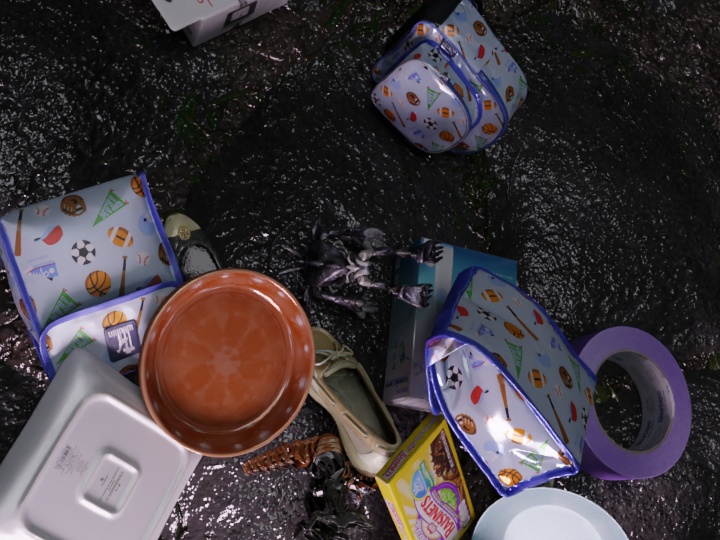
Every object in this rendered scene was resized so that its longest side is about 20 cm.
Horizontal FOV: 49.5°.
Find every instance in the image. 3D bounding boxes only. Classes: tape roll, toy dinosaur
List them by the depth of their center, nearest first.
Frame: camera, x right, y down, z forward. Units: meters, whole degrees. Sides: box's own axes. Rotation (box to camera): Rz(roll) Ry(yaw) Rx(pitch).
[{"bbox_3d":[-0.034,0.240,0.906,0.195,0.103,0.138,-2,60,-3],"label":"toy dinosaur"},{"bbox_3d":[0.356,0.183,1.075,0.196,0.066,0.205,6,74,-20],"label":"tape roll"}]

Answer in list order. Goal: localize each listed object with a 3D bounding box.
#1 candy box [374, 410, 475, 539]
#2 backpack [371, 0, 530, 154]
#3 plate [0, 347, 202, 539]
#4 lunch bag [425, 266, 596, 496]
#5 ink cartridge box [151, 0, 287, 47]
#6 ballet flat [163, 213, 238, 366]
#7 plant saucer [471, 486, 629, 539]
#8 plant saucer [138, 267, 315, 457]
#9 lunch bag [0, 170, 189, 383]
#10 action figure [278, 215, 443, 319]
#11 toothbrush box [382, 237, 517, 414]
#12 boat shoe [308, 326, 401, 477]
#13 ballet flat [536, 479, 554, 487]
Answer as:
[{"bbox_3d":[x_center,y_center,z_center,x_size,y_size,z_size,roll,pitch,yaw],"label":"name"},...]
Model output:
[{"bbox_3d":[0.079,0.262,0.897,0.102,0.026,0.202,-41,133,-24],"label":"candy box"},{"bbox_3d":[0.122,-0.248,1.042,0.189,0.199,0.156,36,70,-16],"label":"backpack"},{"bbox_3d":[-0.261,0.214,0.795,0.200,0.032,0.202,43,62,-34],"label":"plate"},{"bbox_3d":[0.153,0.110,0.859,0.201,0.123,0.170,53,31,-10],"label":"lunch bag"},{"bbox_3d":[-0.194,-0.375,1.011,0.199,0.067,0.117,-34,90,-26],"label":"ink cartridge box"},{"bbox_3d":[-0.177,0.024,0.911,0.066,0.057,0.203,-21,84,-25],"label":"ballet flat"},{"bbox_3d":[0.232,0.348,0.943,0.203,0.200,0.039,55,24,1],"label":"plant saucer"},{"bbox_3d":[-0.143,0.099,0.852,0.197,0.032,0.205,-2,94,-29],"label":"plant saucer"},{"bbox_3d":[-0.282,0.016,0.841,0.168,0.123,0.204,-21,99,-26],"label":"lunch bag"},{"bbox_3d":[0.000,0.000,0.958,0.102,0.197,0.122,18,80,-60],"label":"action figure"},{"bbox_3d":[0.116,0.078,0.998,0.144,0.085,0.204,13,72,-19],"label":"toothbrush box"},{"bbox_3d":[-0.015,0.138,0.907,0.072,0.064,0.202,-8,52,-31],"label":"boat shoe"},{"bbox_3d":[0.234,0.307,0.998,0.075,0.067,0.203,-28,93,-43],"label":"ballet flat"}]
